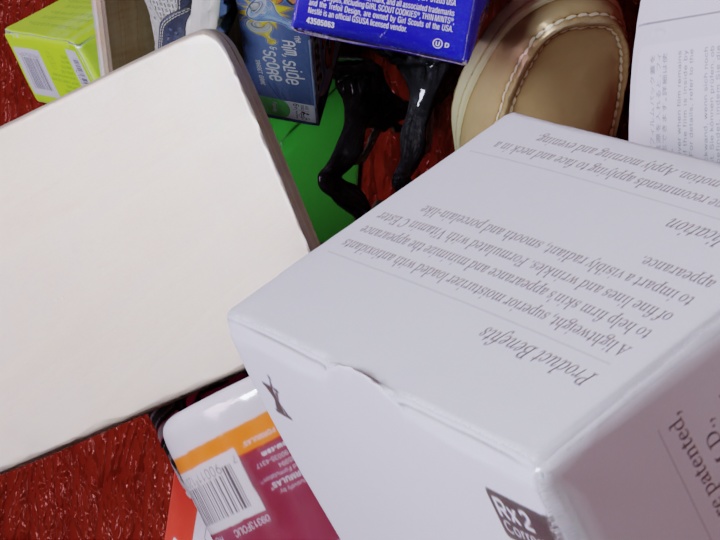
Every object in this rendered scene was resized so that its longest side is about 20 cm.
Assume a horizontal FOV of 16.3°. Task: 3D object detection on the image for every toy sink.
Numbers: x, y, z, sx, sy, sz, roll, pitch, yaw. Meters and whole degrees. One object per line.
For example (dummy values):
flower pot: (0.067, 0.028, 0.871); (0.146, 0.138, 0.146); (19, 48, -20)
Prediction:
toy sink: (-0.095, -0.008, 1.055); (0.199, 0.112, 0.131); (-25, 87, 23)

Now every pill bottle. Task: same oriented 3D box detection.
pill bottle: (0.012, 0.126, 1.016); (0.201, 0.114, 0.114); (63, 154, 1)

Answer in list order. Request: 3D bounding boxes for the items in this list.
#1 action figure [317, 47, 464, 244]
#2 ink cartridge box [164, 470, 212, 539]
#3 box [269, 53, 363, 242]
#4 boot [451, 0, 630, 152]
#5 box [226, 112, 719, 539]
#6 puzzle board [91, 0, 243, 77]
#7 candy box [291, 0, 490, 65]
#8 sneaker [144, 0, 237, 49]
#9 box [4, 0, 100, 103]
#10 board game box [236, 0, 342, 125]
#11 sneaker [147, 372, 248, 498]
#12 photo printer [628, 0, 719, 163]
action figure: (0.000, 0.000, 1.159); (0.119, 0.102, 0.201); (-2, 84, 49)
ink cartridge box: (-0.057, 0.134, 1.195); (0.200, 0.050, 0.109); (34, 121, 49)
box: (-0.079, -0.024, 1.360); (0.176, 0.096, 0.201); (-159, 72, -67)
boot: (0.082, 0.002, 0.998); (0.156, 0.072, 0.201); (-113, 31, -45)
box: (0.088, 0.077, 0.779); (0.199, 0.130, 0.201); (22, 143, 60)
puzzle board: (-0.074, -0.169, 1.146); (0.017, 0.150, 0.201); (9, 112, 38)
candy box: (0.031, -0.199, 0.994); (0.169, 0.077, 0.201); (-68, -11, -73)
sneaker: (-0.088, -0.170, 1.064); (0.077, 0.085, 0.201); (-72, -12, -48)
box: (-0.069, -0.146, 1.263); (0.122, 0.200, 0.048); (17, 136, 64)
board game box: (-0.023, -0.174, 1.080); (0.200, 0.034, 0.136); (85, -163, -61)
sneaker: (-0.076, 0.040, 1.150); (0.200, 0.074, 0.088); (46, 166, 52)
photo printer: (0.153, -0.037, 0.831); (0.200, 0.069, 0.167); (179, 90, -68)
